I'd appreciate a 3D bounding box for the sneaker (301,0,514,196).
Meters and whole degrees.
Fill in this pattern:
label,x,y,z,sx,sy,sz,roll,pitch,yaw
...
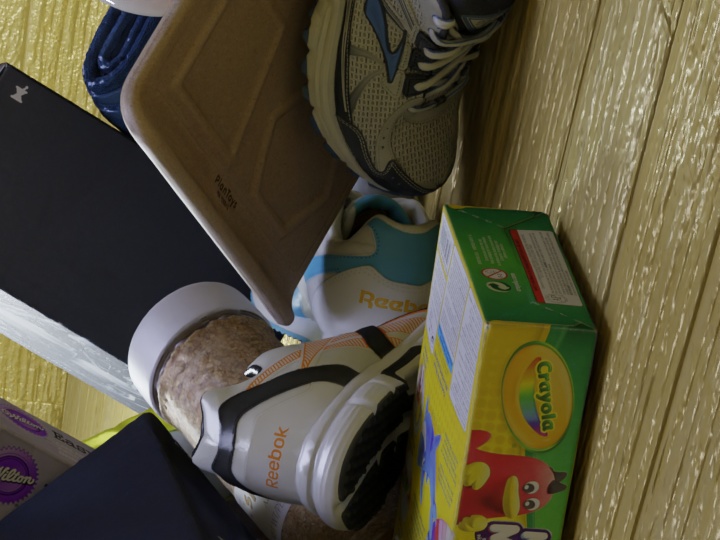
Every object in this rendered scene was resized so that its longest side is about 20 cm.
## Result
label,x,y,z,sx,sy,sz,roll,pitch,yaw
sneaker,0.026,-0.112,1.278,0.077,0.085,0.200,-40,-44,-38

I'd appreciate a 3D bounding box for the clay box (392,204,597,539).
label,x,y,z,sx,sy,sz,roll,pitch,yaw
clay box,0.047,0.089,1.164,0.115,0.047,0.200,-105,20,-65

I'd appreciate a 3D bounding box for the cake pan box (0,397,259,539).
label,x,y,z,sx,sy,sz,roll,pitch,yaw
cake pan box,-0.134,0.175,1.316,0.184,0.200,0.052,-58,20,3

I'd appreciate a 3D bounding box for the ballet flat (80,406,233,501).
label,x,y,z,sx,sy,sz,roll,pitch,yaw
ballet flat,-0.115,0.110,1.503,0.067,0.200,0.067,-85,-28,-55

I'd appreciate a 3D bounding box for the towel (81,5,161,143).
label,x,y,z,sx,sy,sz,roll,pitch,yaw
towel,-0.069,-0.094,1.573,0.112,0.048,0.200,-65,-32,-12

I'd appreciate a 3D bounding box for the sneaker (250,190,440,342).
label,x,y,z,sx,sy,sz,roll,pitch,yaw
sneaker,0.000,0.000,1.438,0.200,0.076,0.081,-150,69,-71

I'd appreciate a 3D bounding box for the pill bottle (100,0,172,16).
label,x,y,z,sx,sy,sz,roll,pitch,yaw
pill bottle,-0.082,-0.175,1.360,0.200,0.119,0.120,-20,-64,-75

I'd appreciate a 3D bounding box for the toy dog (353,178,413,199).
label,x,y,z,sx,sy,sz,roll,pitch,yaw
toy dog,-0.017,-0.130,1.500,0.132,0.096,0.200,104,167,-48

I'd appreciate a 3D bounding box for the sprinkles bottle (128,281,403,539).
label,x,y,z,sx,sy,sz,roll,pitch,yaw
sprinkles bottle,-0.031,0.082,1.350,0.200,0.068,0.068,44,135,44

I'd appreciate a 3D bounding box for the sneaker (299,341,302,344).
label,x,y,z,sx,sy,sz,roll,pitch,yaw
sneaker,-0.039,0.078,1.586,0.200,0.083,0.081,120,153,-67

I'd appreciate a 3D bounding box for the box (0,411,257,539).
label,x,y,z,sx,sy,sz,roll,pitch,yaw
box,-0.059,0.190,1.206,0.200,0.123,0.198,53,179,-21

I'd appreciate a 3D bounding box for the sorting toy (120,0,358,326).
label,x,y,z,sx,sy,sz,roll,pitch,yaw
sorting toy,-0.032,-0.101,1.313,0.200,0.036,0.185,-65,-30,-19

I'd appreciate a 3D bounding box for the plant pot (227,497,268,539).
label,x,y,z,sx,sy,sz,roll,pitch,yaw
plant pot,-0.078,0.194,1.553,0.200,0.186,0.187,-76,-4,-61

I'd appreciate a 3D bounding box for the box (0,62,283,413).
label,x,y,z,sx,sy,sz,roll,pitch,yaw
box,-0.150,-0.010,1.589,0.104,0.200,0.182,-62,15,-11

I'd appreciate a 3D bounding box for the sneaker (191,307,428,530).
label,x,y,z,sx,sy,sz,roll,pitch,yaw
sneaker,-0.007,0.050,1.254,0.200,0.080,0.074,-24,-55,-70
